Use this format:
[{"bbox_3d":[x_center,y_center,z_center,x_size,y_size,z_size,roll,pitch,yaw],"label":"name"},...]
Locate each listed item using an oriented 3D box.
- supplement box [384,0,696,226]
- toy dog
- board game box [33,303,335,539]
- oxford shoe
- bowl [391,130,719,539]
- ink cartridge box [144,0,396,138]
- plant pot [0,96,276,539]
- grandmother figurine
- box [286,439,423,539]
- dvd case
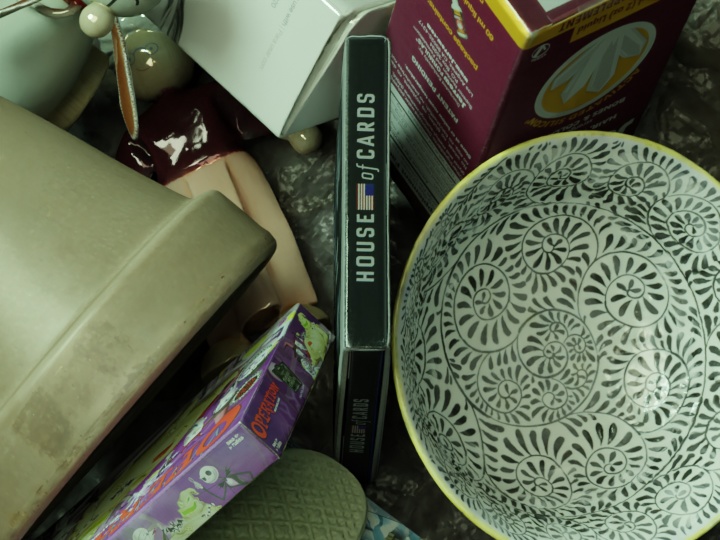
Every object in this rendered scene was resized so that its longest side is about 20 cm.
[{"bbox_3d":[0.079,-0.107,1.342,0.110,0.200,0.086,-26,69,-22],"label":"supplement box"},{"bbox_3d":[-0.160,-0.103,1.378,0.132,0.200,0.096,23,70,1],"label":"toy dog"},{"bbox_3d":[-0.097,0.106,1.284,0.032,0.120,0.200,42,115,-13],"label":"board game box"},{"bbox_3d":[-0.067,0.150,1.308,0.075,0.058,0.200,38,47,7],"label":"oxford shoe"},{"bbox_3d":[0.094,0.038,1.359,0.200,0.094,0.201,1,87,-19],"label":"bowl"},{"bbox_3d":[-0.049,-0.168,1.424,0.200,0.146,0.084,44,125,19],"label":"ink cartridge box"},{"bbox_3d":[-0.165,0.006,1.331,0.175,0.200,0.200,41,90,-1],"label":"plant pot"},{"bbox_3d":[-0.078,-0.051,1.460,0.121,0.061,0.200,-24,75,-1],"label":"grandmother figurine"},{"bbox_3d":[-0.020,0.175,1.356,0.200,0.040,0.137,37,61,8],"label":"box"},{"bbox_3d":[0.000,0.000,1.344,0.025,0.200,0.151,1,69,-2],"label":"dvd case"}]
